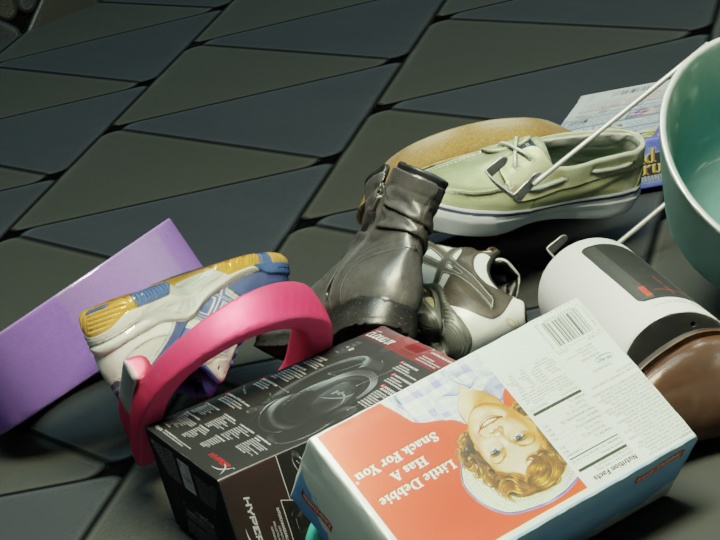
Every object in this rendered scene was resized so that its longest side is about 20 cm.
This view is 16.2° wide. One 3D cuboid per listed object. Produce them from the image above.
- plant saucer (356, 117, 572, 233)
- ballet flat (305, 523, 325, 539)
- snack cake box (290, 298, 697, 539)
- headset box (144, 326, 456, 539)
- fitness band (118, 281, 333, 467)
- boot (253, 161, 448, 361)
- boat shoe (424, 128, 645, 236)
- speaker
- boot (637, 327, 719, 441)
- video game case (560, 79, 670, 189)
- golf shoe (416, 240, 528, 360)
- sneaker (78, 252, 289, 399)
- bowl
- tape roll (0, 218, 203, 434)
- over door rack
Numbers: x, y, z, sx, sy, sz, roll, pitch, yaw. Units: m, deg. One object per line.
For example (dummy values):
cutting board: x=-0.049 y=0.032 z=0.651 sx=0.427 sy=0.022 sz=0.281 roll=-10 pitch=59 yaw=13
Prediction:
plant saucer: x=0.091 y=-0.079 z=1.998 sx=0.200 sy=0.035 sz=0.200 roll=-12 pitch=-15 yaw=-3
ballet flat: x=0.048 y=0.131 z=1.505 sx=0.200 sy=0.067 sz=0.070 roll=-23 pitch=4 yaw=-28
snack cake box: x=0.076 y=0.111 z=1.434 sx=0.200 sy=0.067 sz=0.115 roll=-26 pitch=64 yaw=-27
headset box: x=-0.016 y=0.109 z=1.607 sx=0.200 sy=0.077 sz=0.149 roll=-22 pitch=17 yaw=-19
fitness band: x=-0.088 y=0.073 z=1.679 sx=0.144 sy=0.037 sz=0.200 roll=-20 pitch=-23 yaw=-16
boot: x=0.000 y=0.000 z=1.792 sx=0.070 sy=0.132 sz=0.200 roll=23 pitch=-20 yaw=-26
boat shoe: x=0.121 y=-0.073 z=1.887 sx=0.200 sy=0.062 sz=0.072 roll=-8 pitch=39 yaw=-26
speaker: x=0.178 y=0.040 z=1.639 sx=0.081 sy=0.081 sz=0.200 roll=-18 pitch=17 yaw=-6
boot: x=0.266 y=0.082 z=1.459 sx=0.186 sy=0.064 sz=0.200 roll=-20 pitch=21 yaw=-18
video game case: x=0.262 y=-0.117 z=2.113 sx=0.200 sy=0.045 sz=0.181 roll=-9 pitch=17 yaw=23
golf shoe: x=0.067 y=0.015 z=1.845 sx=0.094 sy=0.078 sz=0.200 roll=-15 pitch=27 yaw=-5
sneaker: x=-0.117 y=0.045 z=1.791 sx=0.075 sy=0.088 sz=0.200 roll=-18 pitch=3 yaw=42
bowl: x=0.284 y=-0.054 z=1.703 sx=0.201 sy=0.201 sz=0.105 roll=-25 pitch=-23 yaw=-25
tape roll: x=-0.209 y=0.042 z=1.904 sx=0.200 sy=0.066 sz=0.200 roll=-34 pitch=3 yaw=2
over door rack: x=0.210 y=-0.068 z=1.820 sx=0.200 sy=0.148 sz=0.067 roll=-30 pitch=56 yaw=8
